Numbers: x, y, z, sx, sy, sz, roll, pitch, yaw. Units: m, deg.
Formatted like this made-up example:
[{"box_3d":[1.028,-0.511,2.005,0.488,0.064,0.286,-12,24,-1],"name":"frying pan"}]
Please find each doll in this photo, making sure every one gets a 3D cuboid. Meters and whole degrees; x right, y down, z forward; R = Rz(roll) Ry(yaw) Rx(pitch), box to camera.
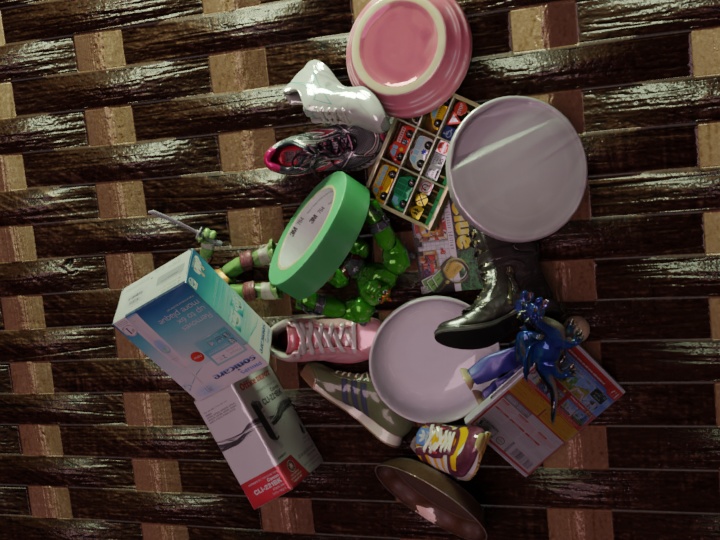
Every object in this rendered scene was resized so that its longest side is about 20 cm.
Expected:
[{"box_3d":[0.248,0.125,1.444,0.199,0.048,0.137,-29,103,5],"name":"doll"}]

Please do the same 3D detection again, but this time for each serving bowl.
[{"box_3d":[0.112,0.130,1.498,0.199,0.066,0.201,0,103,-1],"name":"serving bowl"}]

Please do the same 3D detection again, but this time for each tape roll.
[{"box_3d":[-0.064,-0.053,1.479,0.048,0.201,0.201,33,112,-20],"name":"tape roll"}]

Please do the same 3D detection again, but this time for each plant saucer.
[{"box_3d":[0.064,-0.328,1.444,0.200,0.051,0.202,-2,86,25],"name":"plant saucer"},{"box_3d":[0.114,0.347,1.506,0.200,0.200,0.035,30,68,14],"name":"plant saucer"}]

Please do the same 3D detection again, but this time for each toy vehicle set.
[{"box_3d":[0.095,-0.175,1.470,0.124,0.026,0.201,26,99,20],"name":"toy vehicle set"}]

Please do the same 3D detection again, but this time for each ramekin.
[{"box_3d":[0.212,-0.138,1.384,0.201,0.094,0.204,0,87,-5],"name":"ramekin"}]

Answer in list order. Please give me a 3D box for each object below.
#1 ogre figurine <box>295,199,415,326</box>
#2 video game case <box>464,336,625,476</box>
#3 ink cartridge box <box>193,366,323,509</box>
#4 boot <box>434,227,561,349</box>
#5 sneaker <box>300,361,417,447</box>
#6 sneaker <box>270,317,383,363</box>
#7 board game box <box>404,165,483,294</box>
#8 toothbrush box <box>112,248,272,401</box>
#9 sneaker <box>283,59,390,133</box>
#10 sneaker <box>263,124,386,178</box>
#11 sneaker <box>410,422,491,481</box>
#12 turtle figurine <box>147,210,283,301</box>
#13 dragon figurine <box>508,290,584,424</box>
[{"box_3d":[0.000,0.000,1.501,0.120,0.098,0.201,32,84,-14],"name":"ogre figurine"},{"box_3d":[0.271,0.199,1.440,0.200,0.017,0.143,-43,111,12],"name":"video game case"},{"box_3d":[-0.164,0.262,1.594,0.084,0.144,0.201,-32,87,20],"name":"ink cartridge box"},{"box_3d":[0.186,0.014,1.422,0.199,0.069,0.175,-15,61,-1],"name":"boot"},{"box_3d":[0.006,0.189,1.567,0.200,0.067,0.090,36,101,12],"name":"sneaker"},{"box_3d":[-0.060,0.112,1.551,0.199,0.105,0.076,-3,87,21],"name":"sneaker"},{"box_3d":[0.130,-0.067,1.498,0.104,0.023,0.201,-7,96,19],"name":"board game box"},{"box_3d":[-0.251,0.086,1.486,0.146,0.085,0.200,-27,125,20],"name":"toothbrush box"},{"box_3d":[-0.036,-0.244,1.469,0.080,0.071,0.200,-41,51,-19],"name":"sneaker"},{"box_3d":[-0.054,-0.183,1.519,0.199,0.075,0.081,-14,93,21],"name":"sneaker"},{"box_3d":[0.126,0.261,1.441,0.090,0.200,0.075,27,67,0],"name":"sneaker"},{"box_3d":[-0.231,0.005,1.567,0.193,0.144,0.201,-11,125,8],"name":"turtle figurine"},{"box_3d":[0.246,0.116,1.354,0.099,0.059,0.201,1,119,-11],"name":"dragon figurine"}]
